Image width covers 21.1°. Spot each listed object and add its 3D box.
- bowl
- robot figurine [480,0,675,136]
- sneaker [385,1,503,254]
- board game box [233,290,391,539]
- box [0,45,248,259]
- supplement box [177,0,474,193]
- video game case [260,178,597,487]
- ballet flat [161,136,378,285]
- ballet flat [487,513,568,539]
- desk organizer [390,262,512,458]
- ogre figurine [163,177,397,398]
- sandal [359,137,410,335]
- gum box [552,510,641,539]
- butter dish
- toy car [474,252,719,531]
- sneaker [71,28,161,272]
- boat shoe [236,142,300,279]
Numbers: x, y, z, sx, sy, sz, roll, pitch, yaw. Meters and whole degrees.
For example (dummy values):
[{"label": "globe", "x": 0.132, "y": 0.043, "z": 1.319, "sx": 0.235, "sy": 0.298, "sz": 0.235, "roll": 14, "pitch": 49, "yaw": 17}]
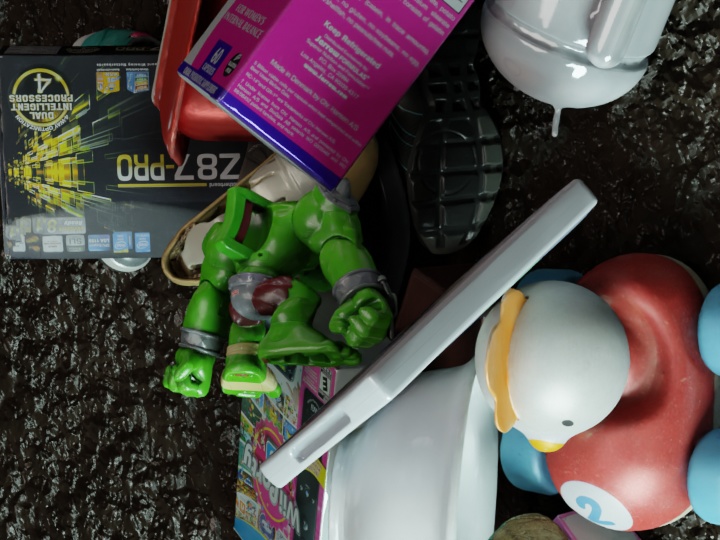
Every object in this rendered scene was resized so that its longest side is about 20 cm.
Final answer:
[{"label": "bowl", "x": 0.032, "y": 0.152, "z": 1.243, "sx": 0.090, "sy": 0.201, "sz": 0.202, "roll": 3, "pitch": 99, "yaw": 10}, {"label": "robot figurine", "x": 0.145, "y": -0.188, "z": 1.217, "sx": 0.170, "sy": 0.112, "sz": 0.201, "roll": -100, "pitch": 27, "yaw": -62}, {"label": "sneaker", "x": 0.052, "y": -0.113, "z": 1.362, "sx": 0.079, "sy": 0.075, "sz": 0.201, "roll": -169, "pitch": 75, "yaw": -65}, {"label": "board game box", "x": -0.030, "y": 0.128, "z": 1.380, "sx": 0.148, "sy": 0.064, "sz": 0.201, "roll": 40, "pitch": 132, "yaw": 55}, {"label": "box", "x": -0.178, "y": -0.092, "z": 1.493, "sx": 0.199, "sy": 0.049, "sz": 0.162, "roll": 0, "pitch": 107, "yaw": 0}, {"label": "supplement box", "x": -0.008, "y": -0.166, "z": 1.207, "sx": 0.200, "sy": 0.103, "sz": 0.101, "roll": -52, "pitch": 25, "yaw": 0}, {"label": "video game case", "x": 0.039, "y": 0.040, "z": 1.168, "sx": 0.023, "sy": 0.200, "sz": 0.182, "roll": 47, "pitch": 149, "yaw": 1}, {"label": "ballet flat", "x": -0.067, "y": -0.040, "z": 1.358, "sx": 0.200, "sy": 0.063, "sz": 0.069, "roll": -38, "pitch": 74, "yaw": 37}, {"label": "ballet flat", "x": 0.139, "y": 0.242, "z": 1.219, "sx": 0.200, "sy": 0.065, "sz": 0.071, "roll": 51, "pitch": 123, "yaw": 26}, {"label": "desk organizer", "x": 0.056, "y": 0.100, "z": 1.370, "sx": 0.077, "sy": 0.071, "sz": 0.201, "roll": 36, "pitch": 118, "yaw": 38}, {"label": "ogre figurine", "x": -0.054, "y": 0.011, "z": 1.270, "sx": 0.200, "sy": 0.098, "sz": 0.121, "roll": 145, "pitch": 131, "yaw": -60}, {"label": "sandal", "x": 0.000, "y": 0.001, "z": 1.387, "sx": 0.076, "sy": 0.043, "sz": 0.201, "roll": -115, "pitch": 28, "yaw": -53}, {"label": "gum box", "x": 0.173, "y": 0.269, "z": 1.281, "sx": 0.200, "sy": 0.066, "sz": 0.114, "roll": 55, "pitch": 127, "yaw": 24}, {"label": "butter dish", "x": -0.058, "y": -0.162, "z": 1.338, "sx": 0.147, "sy": 0.199, "sz": 0.201, "roll": 11, "pitch": 90, "yaw": -2}, {"label": "toy car", "x": 0.132, "y": 0.075, "z": 1.196, "sx": 0.184, "sy": 0.199, "sz": 0.178, "roll": 5, "pitch": 91, "yaw": 44}, {"label": "sneaker", "x": -0.177, "y": -0.104, "z": 1.565, "sx": 0.121, "sy": 0.083, "sz": 0.201, "roll": -12, "pitch": 86, "yaw": 53}, {"label": "boat shoe", "x": -0.046, "y": -0.085, "z": 1.443, "sx": 0.074, "sy": 0.073, "sz": 0.201, "roll": 1, "pitch": 87, "yaw": 22}]
